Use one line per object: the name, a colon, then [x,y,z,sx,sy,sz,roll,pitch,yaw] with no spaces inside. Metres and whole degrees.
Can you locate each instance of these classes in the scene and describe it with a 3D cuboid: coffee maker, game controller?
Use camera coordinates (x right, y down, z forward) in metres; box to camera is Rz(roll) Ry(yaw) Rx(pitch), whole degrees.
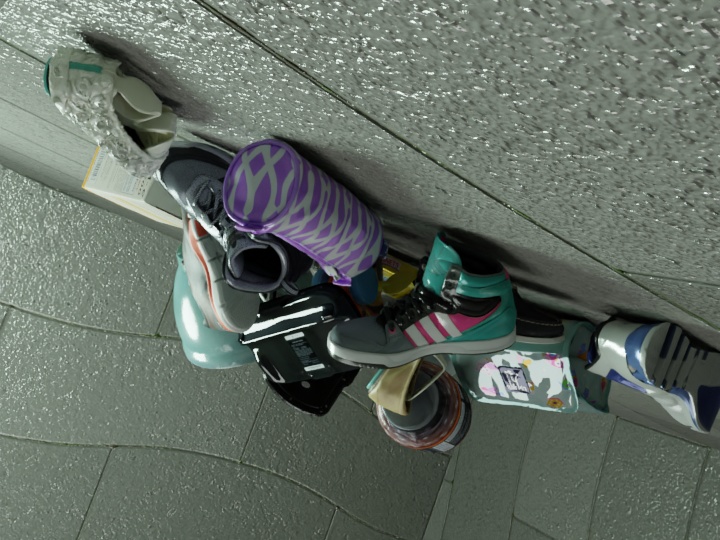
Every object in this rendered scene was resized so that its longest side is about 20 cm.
coffee maker: [-0.054,0.110,1.213,0.136,0.190,0.200,58,171,-3]
game controller: [-0.064,0.075,0.946,0.198,0.042,0.105,-17,118,47]

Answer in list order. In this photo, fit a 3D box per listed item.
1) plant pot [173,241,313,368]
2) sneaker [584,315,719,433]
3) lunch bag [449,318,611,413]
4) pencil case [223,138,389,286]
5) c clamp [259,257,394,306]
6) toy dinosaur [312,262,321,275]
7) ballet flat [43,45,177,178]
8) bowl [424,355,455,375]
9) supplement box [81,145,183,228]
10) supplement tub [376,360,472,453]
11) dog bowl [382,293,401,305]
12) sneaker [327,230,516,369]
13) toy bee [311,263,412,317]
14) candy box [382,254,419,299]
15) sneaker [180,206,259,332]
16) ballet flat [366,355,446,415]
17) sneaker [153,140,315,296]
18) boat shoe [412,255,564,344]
plant pot: [-0.161,0.012,1.092,0.199,0.199,0.136,14,132,50]
sneaker: [0.315,0.098,0.919,0.198,0.081,0.114,34,171,-38]
lunch bag: [0.225,0.119,1.098,0.168,0.124,0.199,3,168,33]
pencil case: [-0.049,-0.049,0.784,0.083,0.087,0.200,15,171,29]
c clamp: [-0.043,0.019,1.019,0.196,0.174,0.027,12,151,-12]
toy dinosaur: [-0.042,-0.006,1.275,0.133,0.103,0.201,7,140,-20]
ballet flat: [-0.192,-0.126,0.711,0.071,0.073,0.200,20,175,11]
bowl: [0.097,0.085,1.184,0.091,0.201,0.201,51,-171,26]
supplement box: [-0.251,-0.106,1.067,0.125,0.075,0.198,26,173,-41]
supplement tub: [0.079,0.172,1.060,0.105,0.109,0.200,19,171,19]
dog bowl: [0.045,0.069,1.374,0.196,0.060,0.200,-3,-179,0]
sneaker: [0.063,0.025,0.827,0.196,0.123,0.084,-7,-153,-12]
toy bee: [0.000,0.000,0.949,0.129,0.203,0.109,13,-152,24]
candy box: [-0.015,-0.019,1.131,0.198,0.027,0.102,26,160,-13]
sneaker: [-0.178,-0.025,0.942,0.081,0.204,0.076,-12,180,40]
ballet flat: [0.080,0.074,0.929,0.063,0.202,0.069,35,-159,10]
sneaker: [-0.129,-0.050,0.835,0.199,0.076,0.114,37,-162,-12]
boat shoe: [0.146,0.033,0.973,0.198,0.061,0.073,19,-166,37]
